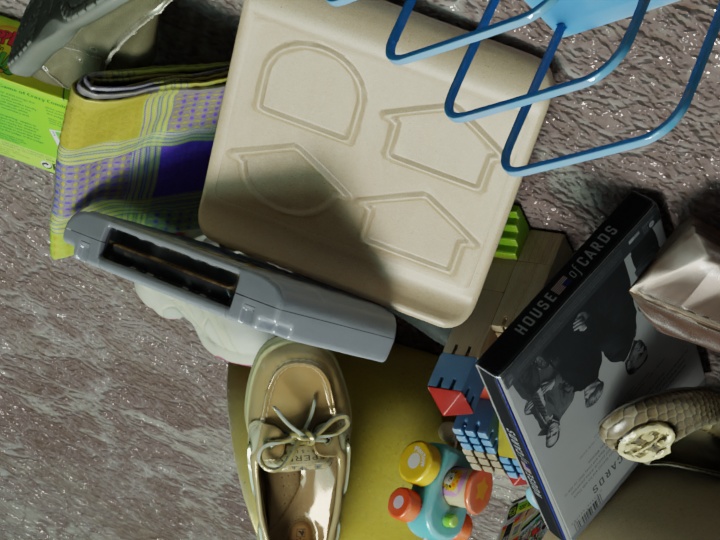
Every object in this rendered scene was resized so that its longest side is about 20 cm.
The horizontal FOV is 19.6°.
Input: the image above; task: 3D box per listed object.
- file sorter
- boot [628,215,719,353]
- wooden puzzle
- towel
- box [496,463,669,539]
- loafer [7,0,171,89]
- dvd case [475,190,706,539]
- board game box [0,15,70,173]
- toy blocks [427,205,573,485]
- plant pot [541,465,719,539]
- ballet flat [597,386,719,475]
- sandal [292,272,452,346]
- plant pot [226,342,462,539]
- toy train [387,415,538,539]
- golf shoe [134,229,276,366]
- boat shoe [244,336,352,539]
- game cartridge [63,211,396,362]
[{"bbox_3d":[0.070,-0.157,1.020,0.200,0.123,0.138,41,149,-28],"label":"file sorter"},{"bbox_3d":[0.246,0.054,1.281,0.199,0.064,0.187,18,138,-3],"label":"boot"},{"bbox_3d":[0.007,-0.077,1.251,0.184,0.046,0.201,20,130,3],"label":"wooden puzzle"},{"bbox_3d":[-0.125,-0.071,1.329,0.143,0.023,0.200,-9,152,-21],"label":"towel"},{"bbox_3d":[0.155,0.211,1.591,0.035,0.111,0.200,31,151,-12],"label":"box"},{"bbox_3d":[-0.147,-0.158,1.260,0.069,0.076,0.200,24,159,-24],"label":"loafer"},{"bbox_3d":[0.150,0.065,1.307,0.025,0.150,0.200,31,159,35],"label":"dvd case"},{"bbox_3d":[-0.222,-0.116,1.402,0.199,0.048,0.102,19,151,11],"label":"board game box"},{"bbox_3d":[0.108,0.072,1.364,0.099,0.137,0.200,8,148,29],"label":"toy blocks"},{"bbox_3d":[0.196,0.210,1.407,0.134,0.200,0.201,41,159,25],"label":"plant pot"},{"bbox_3d":[0.227,0.113,1.343,0.067,0.047,0.199,-32,150,34],"label":"ballet flat"},{"bbox_3d":[0.001,0.000,1.416,0.200,0.048,0.075,33,150,-6],"label":"sandal"},{"bbox_3d":[0.003,0.128,1.521,0.141,0.201,0.200,-16,139,12],"label":"plant pot"},{"bbox_3d":[0.106,0.148,1.464,0.055,0.200,0.151,1,121,45],"label":"toy train"},{"bbox_3d":[-0.101,0.004,1.453,0.199,0.075,0.092,23,145,40],"label":"golf shoe"},{"bbox_3d":[-0.038,0.138,1.387,0.073,0.063,0.201,-5,117,-5],"label":"boat shoe"},{"bbox_3d":[-0.079,0.009,1.321,0.199,0.042,0.133,19,-174,40],"label":"game cartridge"}]
